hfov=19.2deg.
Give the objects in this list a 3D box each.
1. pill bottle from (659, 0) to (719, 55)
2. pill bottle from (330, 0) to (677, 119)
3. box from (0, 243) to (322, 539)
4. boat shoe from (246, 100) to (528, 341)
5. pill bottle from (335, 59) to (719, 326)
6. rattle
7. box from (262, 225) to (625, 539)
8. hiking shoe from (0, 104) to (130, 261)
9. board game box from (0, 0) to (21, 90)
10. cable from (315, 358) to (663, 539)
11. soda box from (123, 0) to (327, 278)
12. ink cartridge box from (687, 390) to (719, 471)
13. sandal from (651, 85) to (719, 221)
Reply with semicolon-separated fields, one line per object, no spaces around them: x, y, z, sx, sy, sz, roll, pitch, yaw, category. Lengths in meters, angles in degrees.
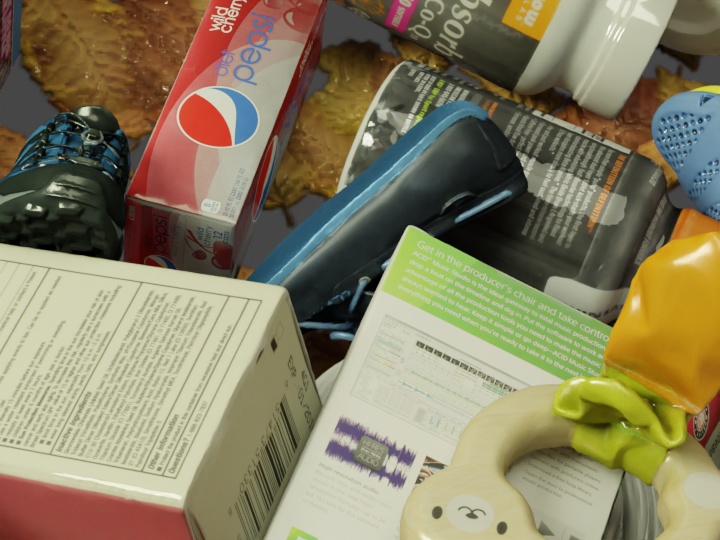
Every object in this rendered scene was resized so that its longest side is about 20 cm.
0.237;-0.234;1.346;0.112;0.113;0.200;25;52;10;pill bottle
0.081;-0.175;1.261;0.200;0.116;0.116;26;51;0;pill bottle
-0.134;0.074;0.993;0.200;0.109;0.128;8;51;21;box
0.000;0.000;1.091;0.069;0.200;0.084;47;18;-11;boat shoe
0.094;-0.031;1.159;0.200;0.106;0.106;23;51;9;pill bottle
0.078;0.086;0.901;0.200;0.143;0.130;-16;65;-28;rattle
0.049;0.089;0.996;0.144;0.036;0.200;27;56;-2;box
-0.150;-0.046;1.064;0.074;0.200;0.087;18;83;-12;hiking shoe
-0.256;-0.118;1.132;0.097;0.160;0.200;15;49;2;board game box
0.050;0.119;1.055;0.200;0.069;0.200;-17;57;-21;cable
-0.073;-0.084;1.195;0.063;0.070;0.200;14;50;4;soda box
0.201;0.150;1.006;0.083;0.145;0.200;2;51;-10;ink cartridge box
0.226;-0.025;1.200;0.087;0.080;0.200;-25;58;-23;sandal
